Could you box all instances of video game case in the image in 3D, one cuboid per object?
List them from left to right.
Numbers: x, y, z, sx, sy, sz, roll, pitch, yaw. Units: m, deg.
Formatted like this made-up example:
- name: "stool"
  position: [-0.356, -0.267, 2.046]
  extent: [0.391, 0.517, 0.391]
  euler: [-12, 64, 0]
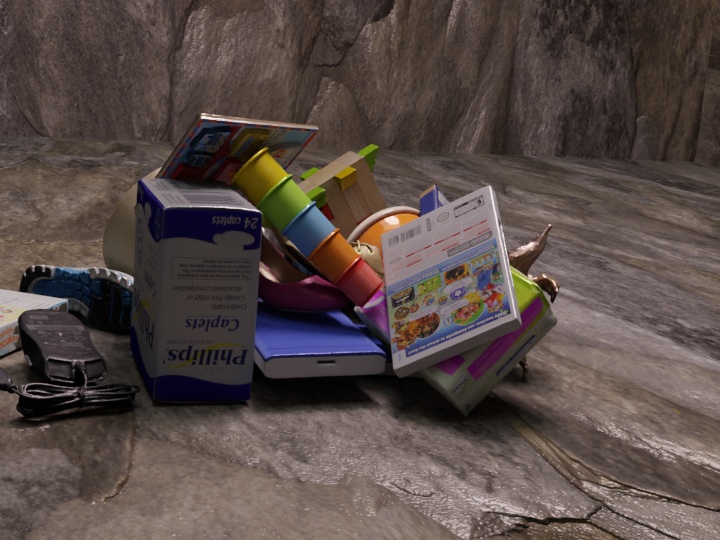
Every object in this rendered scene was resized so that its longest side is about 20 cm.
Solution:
- name: "video game case"
  position: [0.092, 0.008, 1.221]
  extent: [0.142, 0.018, 0.202]
  euler: [-24, 42, 19]

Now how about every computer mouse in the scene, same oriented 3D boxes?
- name: "computer mouse"
  position: [-0.325, 0.100, 1.160]
  extent: [0.139, 0.047, 0.199]
  euler: [0, 24, -39]

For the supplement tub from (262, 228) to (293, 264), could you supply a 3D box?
- name: "supplement tub"
  position: [-0.084, -0.031, 1.645]
  extent: [0.197, 0.125, 0.122]
  euler: [-3, 14, -28]

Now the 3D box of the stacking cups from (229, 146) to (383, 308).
- name: "stacking cups"
  position: [-0.056, -0.043, 1.257]
  extent: [0.200, 0.060, 0.061]
  euler: [47, 14, -3]

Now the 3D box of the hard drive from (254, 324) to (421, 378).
- name: "hard drive"
  position: [-0.019, 0.090, 1.352]
  extent: [0.197, 0.026, 0.132]
  euler: [5, 13, 2]

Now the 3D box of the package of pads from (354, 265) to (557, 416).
- name: "package of pads"
  position: [0.103, 0.044, 1.247]
  extent: [0.200, 0.154, 0.068]
  euler: [38, -11, 49]

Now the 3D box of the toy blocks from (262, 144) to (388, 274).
- name: "toy blocks"
  position: [-0.037, -0.062, 1.556]
  extent: [0.199, 0.138, 0.100]
  euler: [-33, 24, -13]

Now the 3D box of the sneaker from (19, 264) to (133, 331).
- name: "sneaker"
  position: [-0.326, 0.026, 1.431]
  extent: [0.197, 0.076, 0.086]
  euler: [12, 9, 28]

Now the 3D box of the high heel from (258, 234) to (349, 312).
- name: "high heel"
  position: [-0.097, -0.013, 1.299]
  extent: [0.197, 0.098, 0.067]
  euler: [12, 15, 27]

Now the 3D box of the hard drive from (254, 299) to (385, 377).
- name: "hard drive"
  position: [-0.067, 0.071, 1.266]
  extent: [0.130, 0.026, 0.200]
  euler: [0, 15, -19]

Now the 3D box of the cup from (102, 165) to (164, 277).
- name: "cup"
  position: [-0.207, -0.019, 1.457]
  extent: [0.199, 0.202, 0.143]
  euler: [-8, 41, -44]

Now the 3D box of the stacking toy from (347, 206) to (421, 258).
- name: "stacking toy"
  position: [0.072, 0.026, 1.488]
  extent: [0.144, 0.148, 0.201]
  euler: [-3, 39, -32]

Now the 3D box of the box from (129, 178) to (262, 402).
- name: "box"
  position: [-0.180, 0.016, 1.214]
  extent: [0.103, 0.203, 0.184]
  euler: [0, 13, -19]

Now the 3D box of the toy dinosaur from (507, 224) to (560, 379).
- name: "toy dinosaur"
  position: [0.157, 0.034, 1.340]
  extent: [0.134, 0.202, 0.086]
  euler: [22, 24, 10]

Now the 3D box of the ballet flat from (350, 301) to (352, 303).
- name: "ballet flat"
  position: [-0.034, 0.027, 1.578]
  extent: [0.198, 0.047, 0.067]
  euler: [-7, 17, -43]

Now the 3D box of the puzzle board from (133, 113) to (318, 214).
- name: "puzzle board"
  position: [-0.155, -0.111, 1.306]
  extent: [0.149, 0.018, 0.200]
  euler: [1, -28, -34]

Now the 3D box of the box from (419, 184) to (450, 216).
- name: "box"
  position: [0.123, -0.014, 1.476]
  extent: [0.032, 0.121, 0.201]
  euler: [-33, 26, 19]

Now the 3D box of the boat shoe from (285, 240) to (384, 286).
- name: "boat shoe"
  position: [0.000, 0.000, 1.357]
  extent: [0.199, 0.067, 0.074]
  euler: [33, -3, -29]

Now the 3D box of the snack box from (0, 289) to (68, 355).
- name: "snack box"
  position: [-0.433, 0.062, 1.297]
  extent: [0.114, 0.038, 0.200]
  euler: [8, 13, 16]
